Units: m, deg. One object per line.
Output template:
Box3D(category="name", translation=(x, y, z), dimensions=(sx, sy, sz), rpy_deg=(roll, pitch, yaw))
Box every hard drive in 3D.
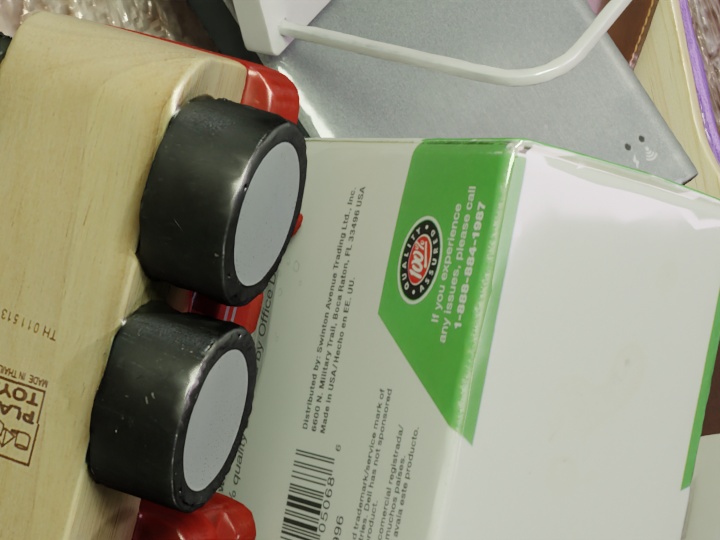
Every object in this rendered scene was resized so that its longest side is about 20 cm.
Box3D(category="hard drive", translation=(0.018, -0.086, 0.836), dimensions=(0.139, 0.033, 0.201), rpy_deg=(-30, 85, -34))

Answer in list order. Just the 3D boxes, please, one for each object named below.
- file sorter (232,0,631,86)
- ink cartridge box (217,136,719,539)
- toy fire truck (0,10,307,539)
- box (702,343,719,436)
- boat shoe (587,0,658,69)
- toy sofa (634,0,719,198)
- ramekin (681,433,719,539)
Box3D(category="file sorter", translation=(0.027, -0.176, 0.722), dimensions=(0.139, 0.124, 0.201), rpy_deg=(-49, 142, -33))
Box3D(category="ink cartridge box", translation=(0.005, 0.039, 0.667), dimensions=(0.083, 0.200, 0.148), rpy_deg=(12, 88, -31))
Box3D(category="toy fire truck", translation=(-0.068, 0.023, 0.626), dimensions=(0.200, 0.128, 0.177), rpy_deg=(-4, 109, -71))
Box3D(category="box", translation=(0.248, 0.063, 1.140), dimensions=(0.166, 0.163, 0.201), rpy_deg=(37, 49, -46))
Box3D(category="boat shoe", translation=(0.077, -0.057, 0.923), dimensions=(0.072, 0.067, 0.201), rpy_deg=(29, 88, -41))
Box3D(category="toy sofa", translation=(0.122, -0.097, 1.024), dimensions=(0.083, 0.097, 0.201), rpy_deg=(0, 76, -57))
Box3D(category="ramekin", translation=(0.109, 0.148, 0.866), dimensions=(0.098, 0.200, 0.201), rpy_deg=(58, 35, -12))
